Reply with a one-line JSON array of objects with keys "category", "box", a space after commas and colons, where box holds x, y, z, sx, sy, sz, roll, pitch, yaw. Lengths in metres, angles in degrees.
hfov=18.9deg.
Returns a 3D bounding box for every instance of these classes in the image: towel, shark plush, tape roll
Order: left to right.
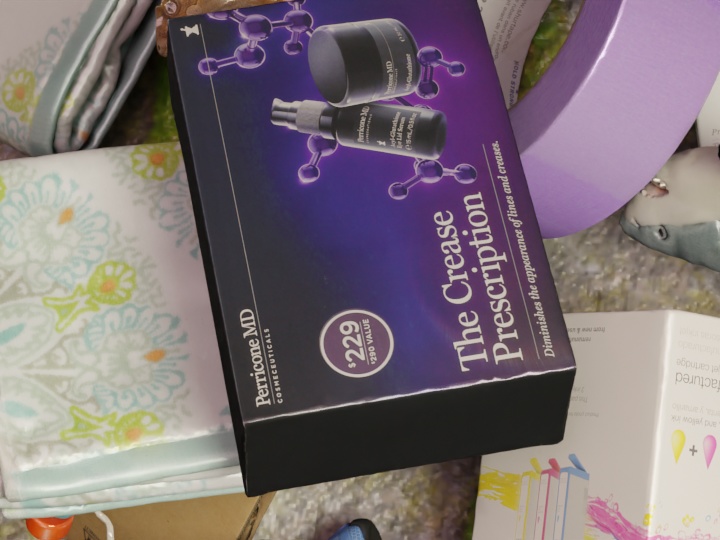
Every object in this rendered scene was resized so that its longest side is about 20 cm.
[{"category": "towel", "box": [-0.166, -0.169, 1.164, 0.171, 0.048, 0.201, 28, 87, 38]}, {"category": "towel", "box": [-0.086, 0.019, 0.984, 0.199, 0.048, 0.172, -6, 63, -12]}, {"category": "tape roll", "box": [0.094, -0.120, 1.052, 0.200, 0.065, 0.201, -38, 40, 41]}, {"category": "shark plush", "box": [0.222, -0.001, 1.001, 0.199, 0.091, 0.083, 29, 114, -1]}]

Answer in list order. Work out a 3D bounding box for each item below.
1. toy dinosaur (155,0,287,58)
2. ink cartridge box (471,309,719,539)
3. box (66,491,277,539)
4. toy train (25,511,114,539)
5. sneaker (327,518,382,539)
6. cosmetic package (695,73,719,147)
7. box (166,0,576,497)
[{"category": "toy dinosaur", "box": [-0.010, -0.139, 1.083, 0.200, 0.060, 0.106, -22, 68, -42]}, {"category": "ink cartridge box", "box": [0.136, 0.126, 0.975, 0.125, 0.128, 0.201, -5, 77, 56]}, {"category": "box", "box": [-0.130, 0.074, 1.074, 0.200, 0.164, 0.021, 44, 46, 16]}, {"category": "toy train", "box": [-0.177, 0.106, 1.077, 0.199, 0.056, 0.151, 0, 113, 41]}, {"category": "sneaker", "box": [0.050, 0.191, 1.041, 0.200, 0.079, 0.089, 36, 88, 17]}, {"category": "cosmetic package", "box": [0.217, -0.112, 1.082, 0.112, 0.081, 0.201, -5, 74, 10]}, {"category": "box", "box": [0.000, -0.018, 0.933, 0.140, 0.079, 0.201, -11, 62, -5]}]
